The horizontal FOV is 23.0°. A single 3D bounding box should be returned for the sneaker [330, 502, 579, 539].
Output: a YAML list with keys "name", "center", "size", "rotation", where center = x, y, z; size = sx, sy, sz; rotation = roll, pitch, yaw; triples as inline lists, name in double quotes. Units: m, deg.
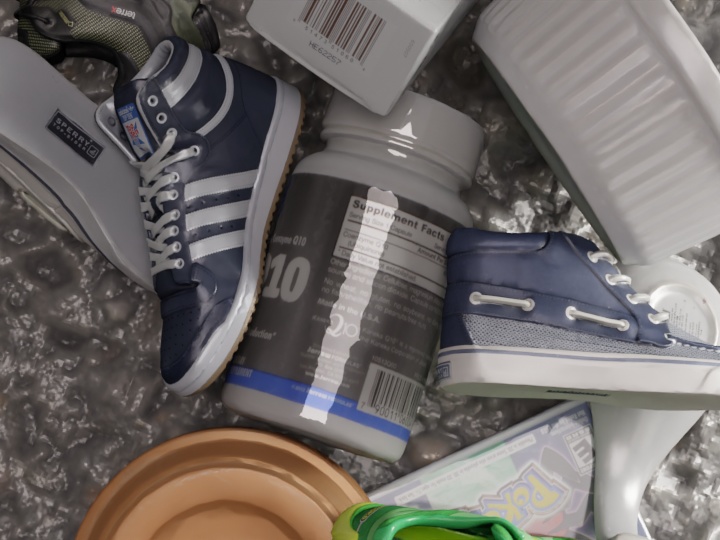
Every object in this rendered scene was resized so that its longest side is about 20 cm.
- name: "sneaker"
  center: [0.080, 0.178, 0.993]
  size: [0.198, 0.083, 0.075]
  rotation: [13, 80, -17]

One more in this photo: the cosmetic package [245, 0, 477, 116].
- name: "cosmetic package"
  center: [0.026, -0.185, 1.021]
  size: [0.101, 0.074, 0.200]
  rotation: [36, 42, 2]

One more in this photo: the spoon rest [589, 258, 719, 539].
- name: "spoon rest"
  center: [0.169, 0.082, 1.046]
  size: [0.099, 0.061, 0.202]
  rotation: [21, 61, -11]

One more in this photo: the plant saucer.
- name: "plant saucer"
  center: [-0.076, 0.192, 1.028]
  size: [0.198, 0.032, 0.203]
  rotation: [0, 87, 5]

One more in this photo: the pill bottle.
- name: "pill bottle"
  center: [0.000, 0.000, 1.027]
  size: [0.113, 0.114, 0.202]
  rotation: [18, 82, 0]

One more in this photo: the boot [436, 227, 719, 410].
- name: "boot"
  center: [0.142, 0.026, 0.982]
  size: [0.198, 0.073, 0.091]
  rotation: [5, 77, -11]

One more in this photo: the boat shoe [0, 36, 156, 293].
- name: "boat shoe"
  center: [-0.167, -0.055, 1.049]
  size: [0.200, 0.066, 0.072]
  rotation: [39, 66, -21]

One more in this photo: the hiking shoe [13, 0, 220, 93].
- name: "hiking shoe"
  center: [-0.182, -0.176, 1.059]
  size: [0.200, 0.076, 0.101]
  rotation: [42, 80, 2]

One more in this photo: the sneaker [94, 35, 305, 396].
- name: "sneaker"
  center: [-0.106, -0.037, 1.003]
  size: [0.108, 0.070, 0.202]
  rotation: [27, 65, -29]

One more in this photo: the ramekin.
- name: "ramekin"
  center: [0.144, -0.095, 1.011]
  size: [0.094, 0.202, 0.203]
  rotation: [-33, 86, 5]

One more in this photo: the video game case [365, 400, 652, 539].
- name: "video game case"
  center: [0.082, 0.197, 1.053]
  size: [0.198, 0.023, 0.184]
  rotation: [-24, 85, -6]
